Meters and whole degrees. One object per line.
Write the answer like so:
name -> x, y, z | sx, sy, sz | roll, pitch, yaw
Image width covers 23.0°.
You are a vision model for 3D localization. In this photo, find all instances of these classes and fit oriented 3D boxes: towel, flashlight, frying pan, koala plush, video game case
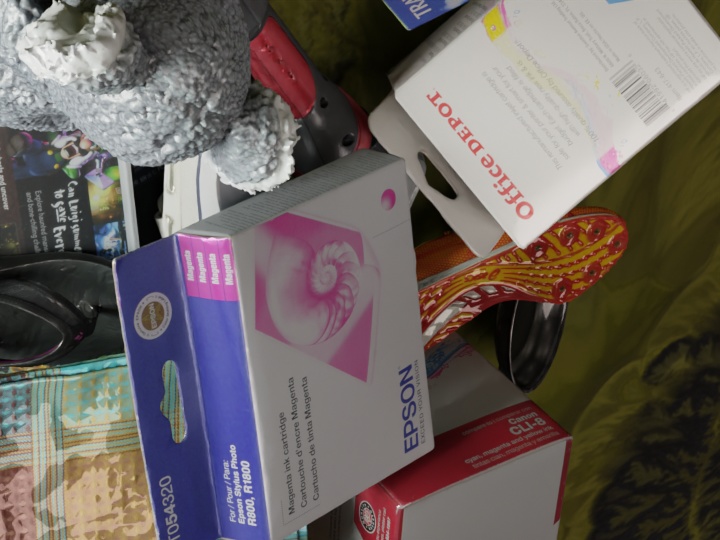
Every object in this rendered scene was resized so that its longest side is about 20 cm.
towel -> -0.126, 0.117, 1.056 | 0.199, 0.022, 0.148 | -8, 107, -22
flashlight -> -0.049, -0.115, 1.082 | 0.068, 0.067, 0.200 | -58, 141, -15
frying pan -> 0.122, 0.071, 1.327 | 0.115, 0.031, 0.192 | 4, 98, -64
koala plush -> -0.118, -0.117, 0.868 | 0.184, 0.200, 0.177 | -52, 138, 8
video game case -> -0.219, -0.009, 1.028 | 0.180, 0.023, 0.201 | -10, 128, -11

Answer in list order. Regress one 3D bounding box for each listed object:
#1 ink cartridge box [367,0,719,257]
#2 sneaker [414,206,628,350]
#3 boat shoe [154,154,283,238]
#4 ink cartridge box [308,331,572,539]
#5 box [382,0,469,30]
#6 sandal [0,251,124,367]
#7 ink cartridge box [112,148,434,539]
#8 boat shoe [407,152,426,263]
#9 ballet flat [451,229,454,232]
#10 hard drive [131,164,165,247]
ink cartridge box -> 0.111, -0.119, 1.118 | 0.200, 0.125, 0.129 | -39, 101, 6
sneaker -> 0.087, -0.008, 1.216 | 0.199, 0.077, 0.073 | -16, 126, -6
boat shoe -> -0.089, -0.027, 1.058 | 0.071, 0.070, 0.201 | -35, 147, -29
ink cartridge box -> 0.024, 0.134, 1.225 | 0.144, 0.200, 0.146 | -19, 131, -28
box -> 0.062, -0.205, 0.943 | 0.199, 0.048, 0.122 | -25, 149, 16
sandal -> -0.214, 0.028, 1.011 | 0.199, 0.048, 0.076 | 5, 125, -22
ink cartridge box -> -0.042, 0.053, 1.029 | 0.199, 0.043, 0.198 | -28, 121, -40
boat shoe -> 0.000, 0.000, 1.167 | 0.201, 0.071, 0.070 | -57, 153, -18
ballet flat -> 0.108, -0.063, 1.245 | 0.067, 0.062, 0.201 | -13, 127, -31
hard drive -> -0.129, -0.038, 1.097 | 0.134, 0.042, 0.201 | -32, 134, -14
